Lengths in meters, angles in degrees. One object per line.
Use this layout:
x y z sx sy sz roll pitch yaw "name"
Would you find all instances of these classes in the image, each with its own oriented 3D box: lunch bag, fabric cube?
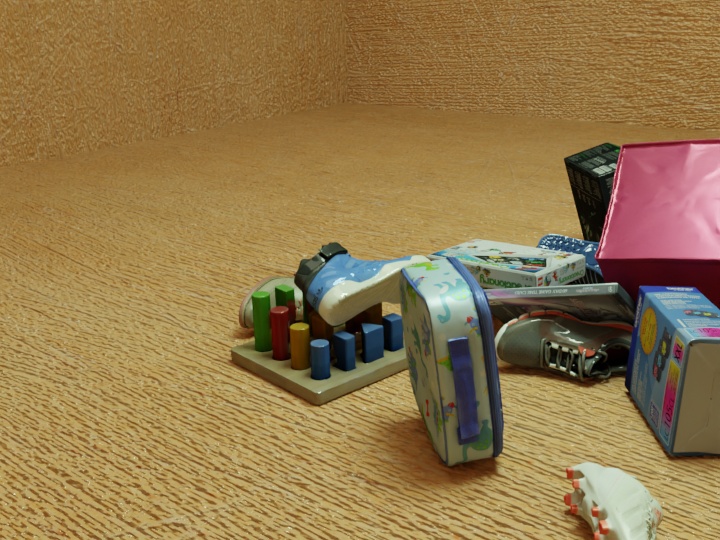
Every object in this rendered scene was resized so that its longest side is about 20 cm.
0.099 0.098 0.960 0.081 0.203 0.161 -11 17 -5 "lunch bag"
0.447 -0.034 1.184 0.194 0.200 0.202 3 58 33 "fabric cube"

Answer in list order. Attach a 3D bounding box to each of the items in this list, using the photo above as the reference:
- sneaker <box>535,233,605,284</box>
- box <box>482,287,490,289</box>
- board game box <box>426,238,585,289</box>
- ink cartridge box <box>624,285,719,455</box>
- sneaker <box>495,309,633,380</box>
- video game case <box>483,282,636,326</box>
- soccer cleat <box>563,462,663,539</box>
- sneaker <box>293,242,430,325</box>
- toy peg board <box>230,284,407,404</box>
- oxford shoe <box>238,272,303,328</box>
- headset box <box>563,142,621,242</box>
0.385 -0.007 1.468 0.197 0.071 0.078 20 -14 11 "sneaker"
0.215 0.020 1.392 0.050 0.076 0.199 11 23 37 "box"
0.210 -0.007 1.292 0.125 0.035 0.198 -18 20 -41 "board game box"
0.365 0.104 1.016 0.075 0.139 0.200 3 18 0 "ink cartridge box"
0.272 0.102 1.141 0.197 0.078 0.082 -2 24 3 "sneaker"
0.271 0.053 1.189 0.198 0.019 0.142 -3 -23 35 "video game case"
0.235 0.226 0.778 0.076 0.070 0.200 1 15 0 "soccer cleat"
0.000 -0.001 1.209 0.198 0.077 0.111 -22 51 -35 "sneaker"
-0.046 0.077 1.207 0.198 0.099 0.198 -17 23 -38 "toy peg board"
-0.104 0.046 1.359 0.074 0.071 0.199 17 26 33 "oxford shoe"
0.451 -0.105 1.564 0.092 0.202 0.174 -19 18 -1 "headset box"
